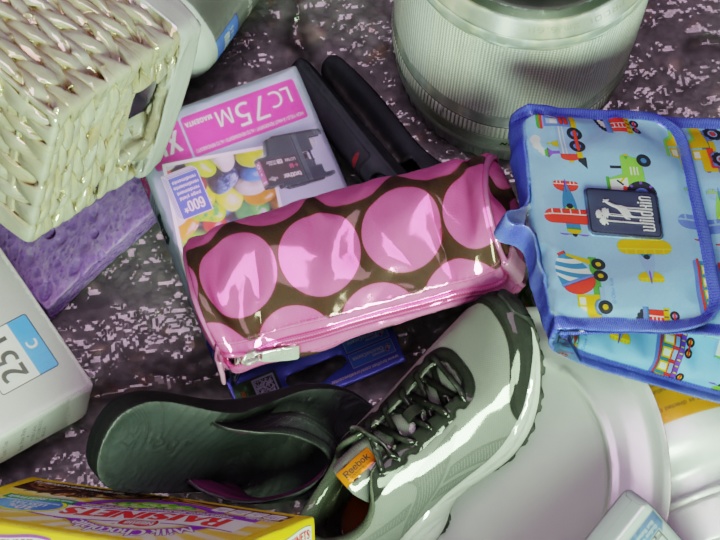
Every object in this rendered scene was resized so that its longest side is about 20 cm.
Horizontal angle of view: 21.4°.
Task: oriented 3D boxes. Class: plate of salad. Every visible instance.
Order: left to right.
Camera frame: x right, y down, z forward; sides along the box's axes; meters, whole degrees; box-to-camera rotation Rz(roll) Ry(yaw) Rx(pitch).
[{"bbox_3d":[0.102,0.122,1.104,0.048,0.199,0.202,10,58,-46],"label":"plate of salad"}]

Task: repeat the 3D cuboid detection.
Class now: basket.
[{"bbox_3d":[-0.212,-0.133,1.113,0.200,0.136,0.123,39,52,11],"label":"basket"}]

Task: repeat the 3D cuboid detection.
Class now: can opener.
[{"bbox_3d":[0.016,-0.069,1.215,0.063,0.079,0.200,-9,51,-47],"label":"can opener"}]

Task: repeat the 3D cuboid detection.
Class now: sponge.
[{"bbox_3d":[-0.229,-0.072,1.235,0.200,0.030,0.112,41,73,13],"label":"sponge"}]

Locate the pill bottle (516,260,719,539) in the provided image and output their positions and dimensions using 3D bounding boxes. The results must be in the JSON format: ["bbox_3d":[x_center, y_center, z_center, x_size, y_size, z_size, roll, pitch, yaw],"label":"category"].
[{"bbox_3d":[0.175,0.075,1.142,0.110,0.111,0.202,-16,69,-8],"label":"pill bottle"}]

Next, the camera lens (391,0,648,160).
[{"bbox_3d":[0.100,-0.177,1.195,0.158,0.200,0.162,1,68,-2],"label":"camera lens"}]

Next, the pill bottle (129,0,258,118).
[{"bbox_3d":[-0.119,-0.199,1.245,0.113,0.114,0.201,29,70,10],"label":"pill bottle"}]

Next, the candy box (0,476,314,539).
[{"bbox_3d":[-0.135,0.147,1.072,0.198,0.102,0.027,4,99,27],"label":"candy box"}]

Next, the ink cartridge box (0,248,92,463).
[{"bbox_3d":[-0.285,0.040,1.136,0.175,0.045,0.201,-30,73,-26],"label":"ink cartridge box"}]

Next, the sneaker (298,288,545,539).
[{"bbox_3d":[0.034,0.096,1.086,0.201,0.079,0.074,-57,48,21],"label":"sneaker"}]

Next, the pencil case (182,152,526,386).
[{"bbox_3d":[0.000,0.000,1.114,0.198,0.091,0.094,-18,39,7],"label":"pencil case"}]

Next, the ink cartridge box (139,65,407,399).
[{"bbox_3d":[-0.058,-0.016,1.197,0.118,0.042,0.202,-21,81,-12],"label":"ink cartridge box"}]

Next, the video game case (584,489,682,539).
[{"bbox_3d":[0.126,0.240,1.028,0.200,0.182,0.022,-50,42,-7],"label":"video game case"}]

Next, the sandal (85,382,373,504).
[{"bbox_3d":[-0.065,0.109,1.107,0.199,0.076,0.048,1,25,-39],"label":"sandal"}]

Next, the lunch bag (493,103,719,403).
[{"bbox_3d":[0.164,-0.012,1.065,0.198,0.094,0.152,8,55,-20],"label":"lunch bag"}]
